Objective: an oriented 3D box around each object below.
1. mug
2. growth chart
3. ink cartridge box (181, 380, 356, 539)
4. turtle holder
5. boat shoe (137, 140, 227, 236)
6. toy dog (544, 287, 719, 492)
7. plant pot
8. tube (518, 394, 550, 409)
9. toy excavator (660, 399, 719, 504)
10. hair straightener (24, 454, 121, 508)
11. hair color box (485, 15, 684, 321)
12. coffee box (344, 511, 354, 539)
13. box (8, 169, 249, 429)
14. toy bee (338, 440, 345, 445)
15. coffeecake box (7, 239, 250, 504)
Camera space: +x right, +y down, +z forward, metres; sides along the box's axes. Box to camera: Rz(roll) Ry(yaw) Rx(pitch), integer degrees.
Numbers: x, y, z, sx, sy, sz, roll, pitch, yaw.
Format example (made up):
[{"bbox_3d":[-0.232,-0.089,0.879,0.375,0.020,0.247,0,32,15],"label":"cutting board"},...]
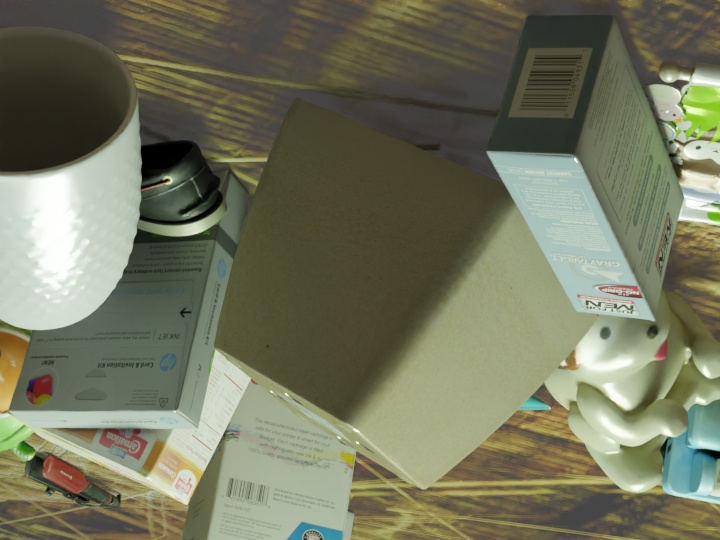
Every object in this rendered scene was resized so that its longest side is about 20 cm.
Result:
[{"bbox_3d":[-0.235,-0.067,0.956,0.147,0.200,0.177,-25,144,-26],"label":"mug"},{"bbox_3d":[0.253,-0.077,0.919,0.143,0.018,0.201,6,155,12],"label":"growth chart"},{"bbox_3d":[-0.095,0.219,1.483,0.146,0.202,0.145,16,158,-14],"label":"ink cartridge box"},{"bbox_3d":[-0.388,0.105,1.460,0.132,0.141,0.186,45,-179,-31],"label":"turtle holder"},{"bbox_3d":[-0.194,-0.069,1.059,0.199,0.074,0.064,3,129,31],"label":"boat shoe"},{"bbox_3d":[0.206,0.054,1.112,0.194,0.139,0.200,46,174,29],"label":"toy dog"},{"bbox_3d":[0.018,0.031,0.966,0.199,0.178,0.200,26,169,35],"label":"plant pot"},{"bbox_3d":[0.097,0.108,1.360,0.199,0.051,0.077,24,166,-39],"label":"tube"},{"bbox_3d":[0.311,0.165,1.185,0.099,0.197,0.200,10,171,1],"label":"toy excavator"},{"bbox_3d":[-0.424,0.313,2.034,0.076,0.041,0.200,-5,157,30],"label":"hair straightener"},{"bbox_3d":[0.147,-0.060,0.874,0.060,0.100,0.200,5,153,29],"label":"hair color box"},{"bbox_3d":[-0.096,0.399,2.029,0.113,0.081,0.200,16,155,-14],"label":"coffee box"},{"bbox_3d":[-0.178,0.022,1.078,0.154,0.202,0.041,-3,152,25],"label":"box"},{"bbox_3d":[-0.060,0.050,1.246,0.130,0.109,0.201,-9,126,53],"label":"toy bee"},{"bbox_3d":[-0.166,0.063,1.120,0.152,0.202,0.073,18,162,29],"label":"coffeecake box"}]
